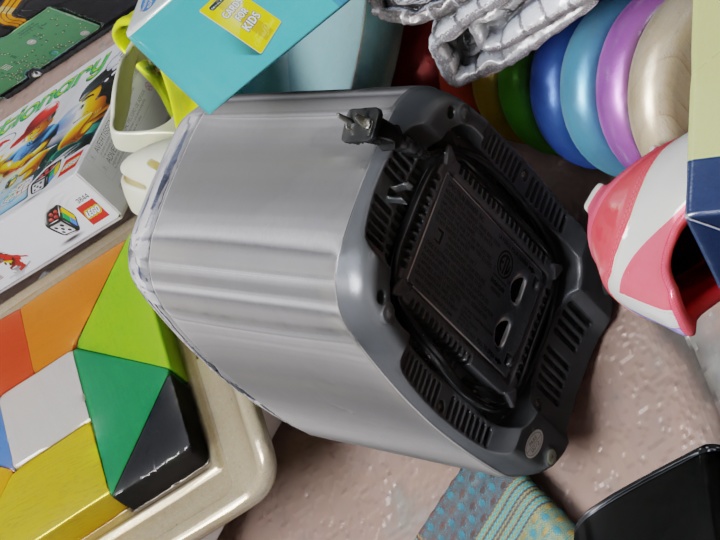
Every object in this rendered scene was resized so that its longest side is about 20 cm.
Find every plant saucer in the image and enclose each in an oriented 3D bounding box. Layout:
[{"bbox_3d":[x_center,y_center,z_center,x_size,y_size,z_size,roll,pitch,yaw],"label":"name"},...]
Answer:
[{"bbox_3d":[-0.016,-0.127,1.109,0.200,0.027,0.201,-177,90,-71],"label":"plant saucer"}]

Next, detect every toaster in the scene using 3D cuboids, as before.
[{"bbox_3d":[0.000,0.000,0.985,0.129,0.200,0.114,4,64,37],"label":"toaster"}]

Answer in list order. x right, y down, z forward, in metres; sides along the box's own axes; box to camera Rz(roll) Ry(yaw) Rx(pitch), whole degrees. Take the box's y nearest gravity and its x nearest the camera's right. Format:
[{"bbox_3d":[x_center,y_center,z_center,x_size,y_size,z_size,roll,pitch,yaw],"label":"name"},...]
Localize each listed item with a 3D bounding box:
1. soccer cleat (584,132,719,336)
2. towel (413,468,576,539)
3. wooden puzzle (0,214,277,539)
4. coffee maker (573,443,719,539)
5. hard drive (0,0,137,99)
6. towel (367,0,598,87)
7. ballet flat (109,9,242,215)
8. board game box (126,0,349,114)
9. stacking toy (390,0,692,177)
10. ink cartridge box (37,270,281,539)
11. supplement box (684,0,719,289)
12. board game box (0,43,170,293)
[{"bbox_3d":[0.168,-0.053,0.901,0.200,0.067,0.076,-39,33,2],"label":"soccer cleat"},{"bbox_3d":[0.069,0.181,0.996,0.147,0.022,0.200,-57,46,16],"label":"towel"},{"bbox_3d":[-0.136,0.070,1.126,0.200,0.037,0.185,-36,46,17],"label":"wooden puzzle"},{"bbox_3d":[0.134,0.167,0.837,0.192,0.135,0.200,-18,54,16],"label":"coffee maker"},{"bbox_3d":[-0.184,-0.147,1.249,0.200,0.140,0.038,-29,59,36],"label":"hard drive"},{"bbox_3d":[0.097,-0.181,0.967,0.200,0.086,0.166,-34,21,31],"label":"towel"},{"bbox_3d":[-0.077,-0.056,1.126,0.067,0.067,0.200,-13,45,-2],"label":"ballet flat"},{"bbox_3d":[0.008,-0.166,0.934,0.200,0.047,0.151,-37,23,26],"label":"board game box"},{"bbox_3d":[0.082,-0.078,1.026,0.200,0.085,0.086,10,85,52],"label":"stacking toy"},{"bbox_3d":[-0.135,0.108,1.157,0.161,0.050,0.200,17,71,44],"label":"ink cartridge box"},{"bbox_3d":[0.213,-0.080,0.780,0.200,0.134,0.200,-5,60,20],"label":"supplement box"},{"bbox_3d":[-0.174,-0.035,1.239,0.200,0.035,0.126,-29,26,35],"label":"board game box"}]
